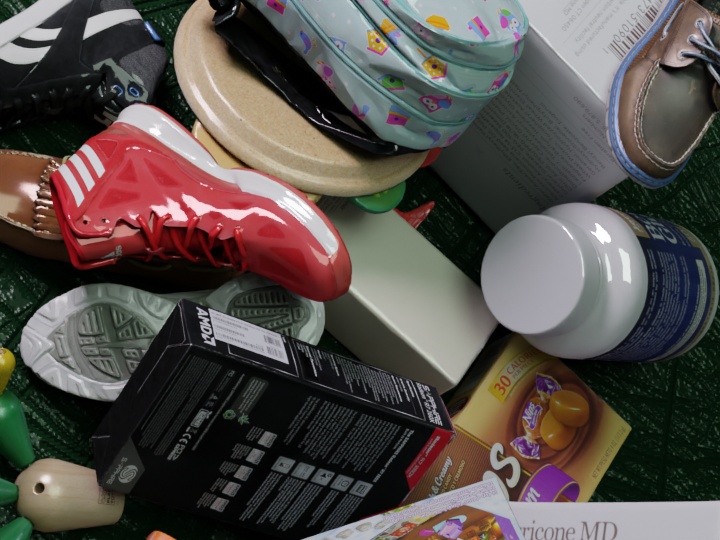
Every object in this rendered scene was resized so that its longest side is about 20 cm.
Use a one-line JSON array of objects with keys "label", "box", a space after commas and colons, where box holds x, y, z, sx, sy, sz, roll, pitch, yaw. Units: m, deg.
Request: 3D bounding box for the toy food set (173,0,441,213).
[{"label": "toy food set", "box": [-0.035, -0.123, 1.117, 0.197, 0.049, 0.201, -3, 57, -29]}]

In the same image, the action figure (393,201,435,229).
[{"label": "action figure", "box": [-0.032, -0.104, 1.184, 0.200, 0.065, 0.052, 41, 80, -9]}]

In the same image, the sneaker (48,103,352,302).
[{"label": "sneaker", "box": [-0.109, -0.016, 0.993, 0.199, 0.079, 0.115, 30, 53, 27]}]

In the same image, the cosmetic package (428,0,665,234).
[{"label": "cosmetic package", "box": [0.147, -0.152, 1.211, 0.165, 0.200, 0.165, 45, 57, -6]}]

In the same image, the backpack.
[{"label": "backpack", "box": [0.010, -0.174, 1.062, 0.200, 0.127, 0.167, 49, 46, 10]}]

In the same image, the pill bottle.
[{"label": "pill bottle", "box": [0.172, 0.009, 1.169, 0.199, 0.111, 0.112, 6, 64, -55]}]

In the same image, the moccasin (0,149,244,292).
[{"label": "moccasin", "box": [-0.169, -0.035, 1.072, 0.200, 0.078, 0.074, 23, 63, -10]}]

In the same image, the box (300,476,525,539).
[{"label": "box", "box": [0.016, 0.216, 0.955, 0.199, 0.039, 0.137, -15, 55, -14]}]

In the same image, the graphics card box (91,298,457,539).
[{"label": "graphics card box", "box": [-0.055, 0.105, 1.026, 0.199, 0.126, 0.051, 20, 30, -29]}]

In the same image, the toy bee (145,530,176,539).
[{"label": "toy bee", "box": [-0.060, 0.247, 1.018, 0.131, 0.109, 0.200, -34, 62, -27]}]

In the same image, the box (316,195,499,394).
[{"label": "box", "box": [0.000, 0.000, 1.154, 0.200, 0.068, 0.082, 43, 57, -6]}]

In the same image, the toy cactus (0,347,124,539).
[{"label": "toy cactus", "box": [-0.220, 0.129, 0.986, 0.164, 0.102, 0.201, 9, 57, -34]}]

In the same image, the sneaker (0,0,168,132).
[{"label": "sneaker", "box": [-0.204, -0.119, 1.094, 0.112, 0.073, 0.200, 45, 56, -3]}]

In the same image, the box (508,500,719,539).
[{"label": "box", "box": [0.205, 0.251, 1.044, 0.199, 0.198, 0.172, 24, 68, -38]}]

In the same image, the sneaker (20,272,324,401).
[{"label": "sneaker", "box": [-0.122, 0.049, 1.070, 0.198, 0.099, 0.079, -4, 81, -1]}]

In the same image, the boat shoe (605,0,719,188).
[{"label": "boat shoe", "box": [0.224, -0.146, 1.087, 0.072, 0.072, 0.201, 32, 60, -14]}]

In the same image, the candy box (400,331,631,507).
[{"label": "candy box", "box": [0.096, 0.152, 1.151, 0.117, 0.056, 0.200, 43, 56, -7]}]
